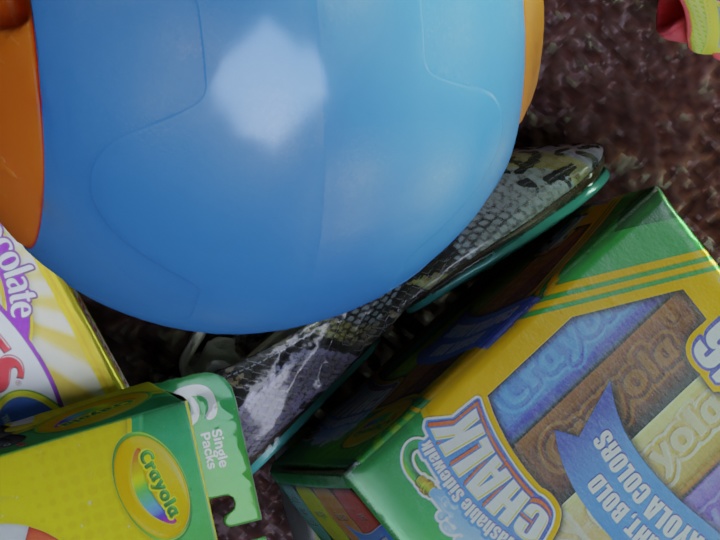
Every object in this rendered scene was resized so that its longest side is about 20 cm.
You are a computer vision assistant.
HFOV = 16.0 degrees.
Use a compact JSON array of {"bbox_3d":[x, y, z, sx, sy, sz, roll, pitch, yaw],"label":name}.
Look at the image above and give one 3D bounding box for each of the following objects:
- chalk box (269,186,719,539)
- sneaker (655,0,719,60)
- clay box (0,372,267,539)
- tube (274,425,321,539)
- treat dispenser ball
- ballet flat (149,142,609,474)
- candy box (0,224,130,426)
[{"bbox_3d":[0.054,0.083,0.933,0.200,0.124,0.124,-41,98,-15],"label":"chalk box"},{"bbox_3d":[0.156,-0.108,0.950,0.090,0.079,0.200,-34,128,30],"label":"sneaker"},{"bbox_3d":[-0.119,0.114,0.869,0.199,0.048,0.116,-16,101,-19],"label":"clay box"},{"bbox_3d":[0.066,0.066,1.024,0.199,0.052,0.058,-14,154,-14],"label":"tube"},{"bbox_3d":[-0.040,-0.081,0.823,0.199,0.201,0.202,-7,119,-13],"label":"treat dispenser ball"},{"bbox_3d":[0.000,0.000,0.961,0.200,0.072,0.072,-39,121,5],"label":"ballet flat"},{"bbox_3d":[-0.150,0.021,0.907,0.102,0.026,0.201,-29,100,-4],"label":"candy box"}]
